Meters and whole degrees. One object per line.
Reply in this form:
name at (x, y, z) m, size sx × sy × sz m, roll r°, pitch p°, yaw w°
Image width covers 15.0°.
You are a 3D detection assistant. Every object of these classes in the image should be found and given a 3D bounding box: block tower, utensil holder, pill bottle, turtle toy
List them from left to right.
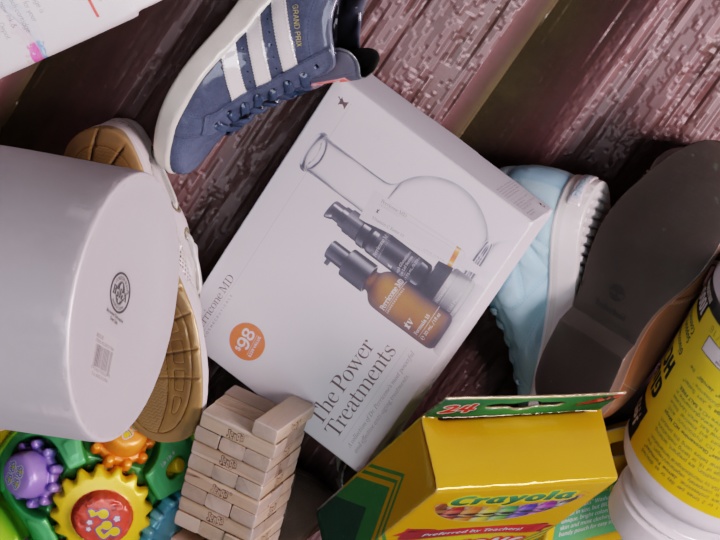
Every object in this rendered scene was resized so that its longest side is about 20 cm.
utensil holder at (-0.225, 0.005, 1.587) m, size 0.199 × 0.170 × 0.171 m, roll 8°, pitch 119°, yaw 18°
turtle toy at (-0.186, 0.142, 1.739) m, size 0.199 × 0.101 × 0.146 m, roll -24°, pitch 118°, yaw 5°
block tower at (-0.085, 0.168, 1.706) m, size 0.058 × 0.054 × 0.201 m, roll 24°, pitch 114°, yaw 16°
pill bottle at (0.230, 0.087, 1.678) m, size 0.112 × 0.113 × 0.201 m, roll 16°, pitch 124°, yaw -15°

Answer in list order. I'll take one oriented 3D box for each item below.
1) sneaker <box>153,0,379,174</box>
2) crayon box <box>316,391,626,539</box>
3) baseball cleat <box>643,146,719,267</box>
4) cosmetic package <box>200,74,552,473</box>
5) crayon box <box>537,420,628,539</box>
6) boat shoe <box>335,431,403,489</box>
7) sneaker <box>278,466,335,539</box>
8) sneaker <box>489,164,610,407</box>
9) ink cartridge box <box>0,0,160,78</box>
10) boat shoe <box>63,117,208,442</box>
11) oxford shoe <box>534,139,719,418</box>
sneaker at (-0.043, -0.122, 1.623) m, size 0.084 × 0.075 × 0.200 m, roll 41°, pitch 109°, yaw 9°
crayon box at (0.068, 0.131, 1.666) m, size 0.126 × 0.051 × 0.200 m, roll -2°, pitch 157°, yaw -24°
baseball cleat at (0.271, -0.015, 1.714) m, size 0.200 × 0.106 × 0.070 m, roll 34°, pitch 74°, yaw -28°
cosmetic package at (0.000, 0.000, 1.684) m, size 0.151 × 0.052 × 0.200 m, roll 37°, pitch 110°, yaw 10°
crayon box at (0.152, 0.174, 1.799) m, size 0.125 × 0.052 × 0.201 m, roll -11°, pitch 123°, yaw -34°
boat shoe at (0.051, 0.191, 1.817) m, size 0.072 × 0.060 × 0.202 m, roll -32°, pitch 116°, yaw 10°
sneaker at (-0.084, 0.216, 1.808) m, size 0.075 × 0.071 × 0.200 m, roll 31°, pitch 110°, yaw -21°
sneaker at (0.109, 0.014, 1.741) m, size 0.082 × 0.074 × 0.201 m, roll 20°, pitch 127°, yaw 22°
ink cartridge box at (-0.204, -0.184, 1.588) m, size 0.199 × 0.068 × 0.117 m, roll -23°, pitch 118°, yaw 7°
boat shoe at (-0.125, 0.003, 1.676) m, size 0.070 × 0.069 × 0.201 m, roll -6°, pitch 104°, yaw 20°
oxford shoe at (0.179, 0.005, 1.684) m, size 0.071 × 0.071 × 0.201 m, roll -2°, pitch 128°, yaw -56°
